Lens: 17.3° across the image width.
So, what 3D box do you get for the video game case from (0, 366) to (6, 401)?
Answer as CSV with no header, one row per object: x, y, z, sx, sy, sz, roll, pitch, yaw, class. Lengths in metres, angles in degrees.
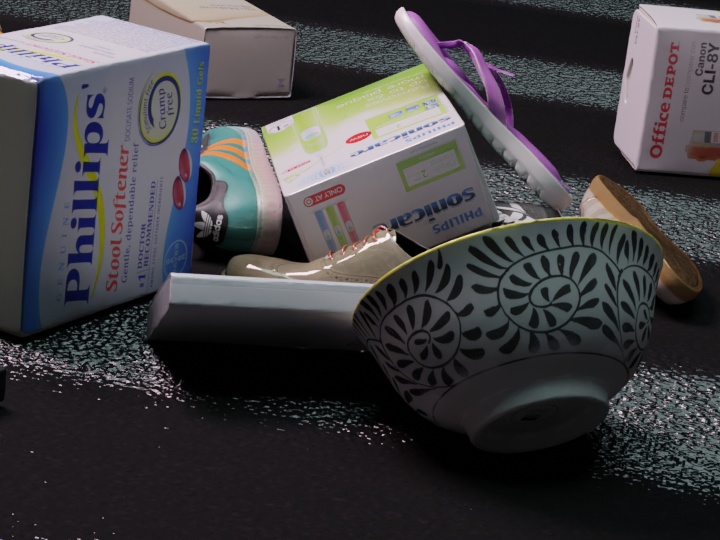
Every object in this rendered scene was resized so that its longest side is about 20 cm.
-0.348,0.065,1.426,0.180,0.026,0.200,19,22,33,video game case

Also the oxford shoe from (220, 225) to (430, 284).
0.000,0.000,1.680,0.199,0.075,0.070,7,18,0,oxford shoe

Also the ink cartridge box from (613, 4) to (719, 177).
0.352,-0.164,2.222,0.199,0.146,0.083,4,19,-8,ink cartridge box

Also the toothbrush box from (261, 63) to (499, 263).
0.012,-0.076,1.823,0.145,0.086,0.200,-22,21,1,toothbrush box

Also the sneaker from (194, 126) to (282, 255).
-0.118,-0.070,1.864,0.080,0.072,0.200,6,18,-17,sneaker

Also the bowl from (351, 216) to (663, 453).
0.102,0.054,1.463,0.200,0.094,0.201,-11,-24,-5,bowl

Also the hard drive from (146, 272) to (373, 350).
-0.035,0.030,1.563,0.199,0.027,0.132,3,-11,-11,hard drive

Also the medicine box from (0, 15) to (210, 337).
-0.206,-0.070,1.642,0.103,0.183,0.200,16,19,27,medicine box

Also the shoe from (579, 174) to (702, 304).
0.215,-0.013,1.863,0.070,0.053,0.200,35,12,-22,shoe

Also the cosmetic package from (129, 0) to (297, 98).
-0.151,-0.231,2.364,0.103,0.073,0.200,-2,19,-27,cosmetic package

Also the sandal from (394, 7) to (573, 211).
0.104,-0.134,1.844,0.203,0.050,0.082,49,4,-7,sandal

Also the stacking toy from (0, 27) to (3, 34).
-0.256,-0.096,1.868,0.200,0.146,0.146,29,21,6,stacking toy

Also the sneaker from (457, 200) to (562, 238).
0.134,-0.015,1.794,0.090,0.067,0.200,-3,18,-23,sneaker
